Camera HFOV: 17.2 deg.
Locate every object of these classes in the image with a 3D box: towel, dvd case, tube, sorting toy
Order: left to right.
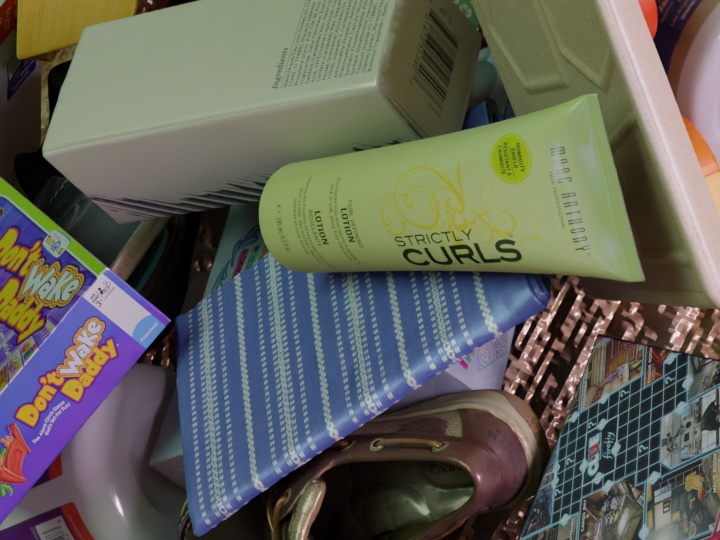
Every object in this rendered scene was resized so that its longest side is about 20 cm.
[{"bbox_3d":[-0.188,0.036,1.251,0.200,0.016,0.149,-56,28,-13],"label":"dvd case"},{"bbox_3d":[-0.002,0.020,1.071,0.200,0.024,0.145,-35,35,20],"label":"towel"},{"bbox_3d":[0.036,-0.029,1.001,0.200,0.058,0.052,-3,57,48],"label":"tube"},{"bbox_3d":[0.099,-0.074,0.987,0.036,0.186,0.200,-23,7,-9],"label":"sorting toy"}]

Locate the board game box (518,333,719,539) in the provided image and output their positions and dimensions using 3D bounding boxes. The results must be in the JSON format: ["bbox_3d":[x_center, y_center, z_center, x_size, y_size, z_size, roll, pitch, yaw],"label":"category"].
[{"bbox_3d":[0.120,0.133,0.955,0.135,0.035,0.200,12,75,43],"label":"board game box"}]

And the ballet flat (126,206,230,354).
[{"bbox_3d":[-0.102,-0.014,1.283,0.068,0.068,0.200,-17,47,46],"label":"ballet flat"}]

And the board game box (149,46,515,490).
[{"bbox_3d":[0.000,0.000,1.157,0.200,0.043,0.199,-20,41,41],"label":"board game box"}]

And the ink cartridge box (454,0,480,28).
[{"bbox_3d":[-0.033,-0.109,1.231,0.200,0.048,0.146,-42,28,8],"label":"ink cartridge box"}]

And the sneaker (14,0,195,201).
[{"bbox_3d":[-0.130,-0.107,1.361,0.200,0.087,0.074,-58,38,5],"label":"sneaker"}]

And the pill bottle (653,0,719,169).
[{"bbox_3d":[0.142,-0.123,1.042,0.111,0.111,0.200,-53,38,11],"label":"pill bottle"}]

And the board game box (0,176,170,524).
[{"bbox_3d":[-0.186,0.035,1.184,0.135,0.045,0.200,-50,30,-4],"label":"board game box"}]

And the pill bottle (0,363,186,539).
[{"bbox_3d":[-0.162,0.128,1.237,0.200,0.112,0.113,-24,51,38],"label":"pill bottle"}]

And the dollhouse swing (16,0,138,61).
[{"bbox_3d":[-0.091,-0.215,1.364,0.200,0.175,0.182,-85,1,-70],"label":"dollhouse swing"}]

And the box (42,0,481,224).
[{"bbox_3d":[-0.048,-0.082,1.116,0.200,0.068,0.082,-7,54,35],"label":"box"}]

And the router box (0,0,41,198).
[{"bbox_3d":[-0.239,-0.061,1.345,0.200,0.049,0.180,-65,-15,-51],"label":"router box"}]

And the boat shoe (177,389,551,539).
[{"bbox_3d":[-0.013,0.106,1.049,0.200,0.072,0.072,-16,99,34],"label":"boat shoe"}]
